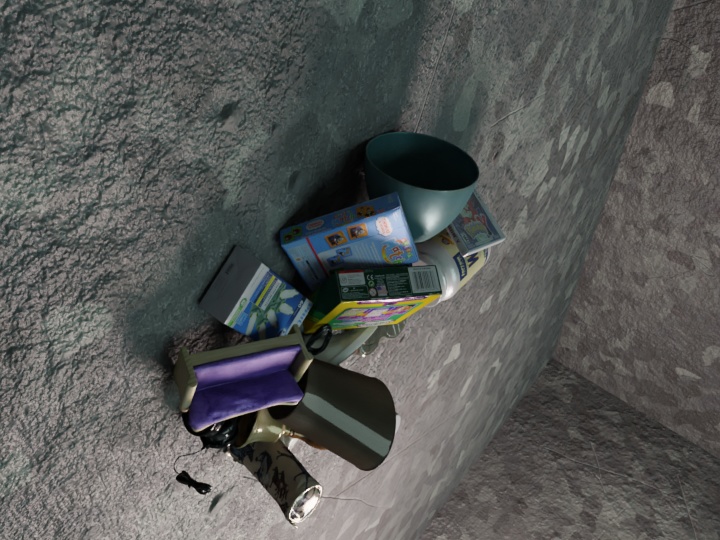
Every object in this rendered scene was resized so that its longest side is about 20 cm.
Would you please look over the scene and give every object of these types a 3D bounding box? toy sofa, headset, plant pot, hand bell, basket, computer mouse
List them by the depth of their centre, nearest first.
[{"bbox_3d":[-0.170,0.156,0.961,0.196,0.099,0.083,-8,149,-31],"label":"toy sofa"},{"bbox_3d":[-0.229,0.249,1.038,0.203,0.092,0.124,-61,155,-24],"label":"headset"},{"bbox_3d":[-0.053,0.233,1.116,0.198,0.183,0.136,31,117,-36],"label":"basket"},{"bbox_3d":[0.094,-0.132,1.120,0.199,0.198,0.137,-32,144,-43],"label":"plant pot"},{"bbox_3d":[-0.122,0.155,1.137,0.199,0.034,0.058,-42,138,18],"label":"computer mouse"},{"bbox_3d":[-0.120,0.288,1.148,0.197,0.104,0.106,26,96,-28],"label":"hand bell"}]

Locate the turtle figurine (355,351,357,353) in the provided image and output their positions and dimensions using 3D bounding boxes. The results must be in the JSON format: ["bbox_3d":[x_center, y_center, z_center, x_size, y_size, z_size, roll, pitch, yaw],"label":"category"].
[{"bbox_3d":[0.030,0.064,1.331,0.159,0.063,0.206,3,92,-45],"label":"turtle figurine"}]

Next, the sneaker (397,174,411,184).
[{"bbox_3d":[0.084,-0.101,1.268,0.080,0.074,0.204,-38,145,-36],"label":"sneaker"}]

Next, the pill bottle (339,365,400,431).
[{"bbox_3d":[-0.022,0.278,1.311,0.114,0.198,0.116,-39,147,-33],"label":"pill bottle"}]

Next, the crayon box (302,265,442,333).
[{"bbox_3d":[0.015,0.051,1.124,0.195,0.060,0.172,-3,161,-28],"label":"crayon box"}]

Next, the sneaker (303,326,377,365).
[{"bbox_3d":[-0.058,0.140,1.221,0.198,0.085,0.073,-35,172,-18],"label":"sneaker"}]

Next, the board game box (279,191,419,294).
[{"bbox_3d":[-0.014,-0.040,1.053,0.195,0.037,0.152,-16,144,8],"label":"board game box"}]

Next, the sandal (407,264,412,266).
[{"bbox_3d":[0.064,-0.013,1.258,0.048,0.074,0.204,-41,122,-38],"label":"sandal"}]

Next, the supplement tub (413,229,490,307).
[{"bbox_3d":[0.185,-0.025,1.442,0.199,0.143,0.148,-38,146,-37],"label":"supplement tub"}]

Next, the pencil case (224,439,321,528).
[{"bbox_3d":[-0.155,0.359,1.159,0.090,0.199,0.078,-51,149,-1],"label":"pencil case"}]

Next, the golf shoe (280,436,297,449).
[{"bbox_3d":[-0.131,0.289,1.258,0.092,0.075,0.201,-46,173,-49],"label":"golf shoe"}]

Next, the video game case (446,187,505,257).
[{"bbox_3d":[0.223,-0.128,1.389,0.023,0.185,0.198,-36,169,36],"label":"video game case"}]

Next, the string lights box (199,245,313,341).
[{"bbox_3d":[-0.156,0.052,1.011,0.104,0.058,0.200,-58,154,-7],"label":"string lights box"}]

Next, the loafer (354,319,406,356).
[{"bbox_3d":[0.030,0.131,1.432,0.199,0.062,0.074,-29,107,-51],"label":"loafer"}]
